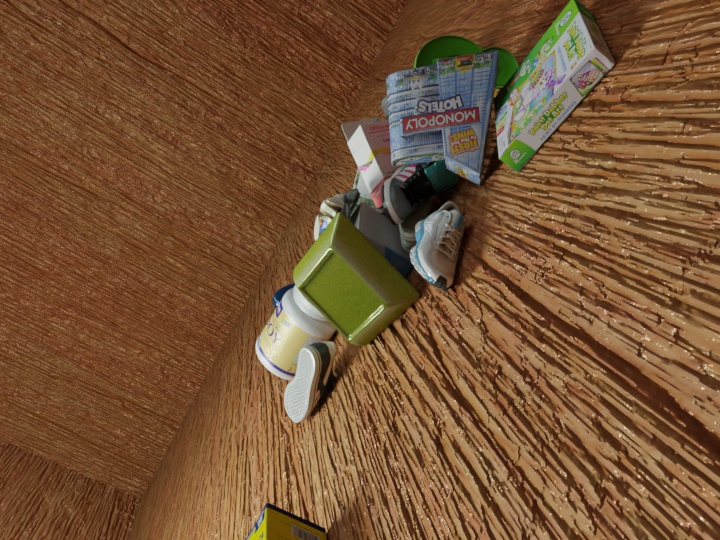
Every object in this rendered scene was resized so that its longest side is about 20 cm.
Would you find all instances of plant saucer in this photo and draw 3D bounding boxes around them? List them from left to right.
[{"bbox_3d":[-0.024,0.034,1.102,0.048,0.200,0.200,-44,-1,-44],"label":"plant saucer"}]

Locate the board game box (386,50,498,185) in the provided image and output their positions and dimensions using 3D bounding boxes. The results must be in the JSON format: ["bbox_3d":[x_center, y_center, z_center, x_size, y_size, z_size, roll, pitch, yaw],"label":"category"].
[{"bbox_3d":[0.141,-0.243,1.042,0.062,0.194,0.206,35,-129,-75],"label":"board game box"}]

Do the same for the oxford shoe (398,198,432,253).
[{"bbox_3d":[0.103,-0.091,1.177,0.073,0.059,0.202,-10,30,9],"label":"oxford shoe"}]

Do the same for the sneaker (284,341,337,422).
[{"bbox_3d":[-0.095,0.227,1.270,0.078,0.079,0.203,-17,-38,-41],"label":"sneaker"}]

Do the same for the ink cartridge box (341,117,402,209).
[{"bbox_3d":[0.052,-0.242,1.301,0.114,0.204,0.067,-17,-13,-34],"label":"ink cartridge box"}]

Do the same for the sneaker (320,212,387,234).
[{"bbox_3d":[0.009,-0.076,1.300,0.075,0.194,0.081,-6,-86,-72],"label":"sneaker"}]

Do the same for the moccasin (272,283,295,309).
[{"bbox_3d":[-0.139,0.077,1.563,0.081,0.197,0.069,52,129,27],"label":"moccasin"}]

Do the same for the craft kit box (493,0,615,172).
[{"bbox_3d":[0.278,-0.279,0.937,0.198,0.048,0.202,-49,20,36],"label":"craft kit box"}]

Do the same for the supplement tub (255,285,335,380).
[{"bbox_3d":[-0.139,0.133,1.438,0.202,0.143,0.146,-56,15,23],"label":"supplement tub"}]

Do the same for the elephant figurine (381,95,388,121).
[{"bbox_3d":[0.154,-0.363,1.382,0.198,0.159,0.140,-27,28,-36],"label":"elephant figurine"}]

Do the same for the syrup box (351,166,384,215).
[{"bbox_3d":[0.014,-0.123,1.377,0.081,0.077,0.206,38,-115,-83],"label":"syrup box"}]

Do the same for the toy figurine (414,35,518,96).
[{"bbox_3d":[0.183,-0.329,1.200,0.185,0.194,0.154,105,154,-70],"label":"toy figurine"}]

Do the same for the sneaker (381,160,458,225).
[{"bbox_3d":[0.114,-0.155,1.130,0.119,0.085,0.201,-21,22,27],"label":"sneaker"}]

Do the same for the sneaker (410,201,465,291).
[{"bbox_3d":[0.130,-0.050,0.987,0.087,0.074,0.202,-47,20,28],"label":"sneaker"}]

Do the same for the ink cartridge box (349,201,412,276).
[{"bbox_3d":[0.000,0.000,1.231,0.202,0.126,0.126,-55,16,27],"label":"ink cartridge box"}]

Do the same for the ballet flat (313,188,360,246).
[{"bbox_3d":[-0.049,-0.099,1.191,0.072,0.071,0.203,-46,21,45],"label":"ballet flat"}]

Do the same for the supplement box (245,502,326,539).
[{"bbox_3d":[-0.109,0.440,0.852,0.110,0.108,0.200,-58,15,10],"label":"supplement box"}]
